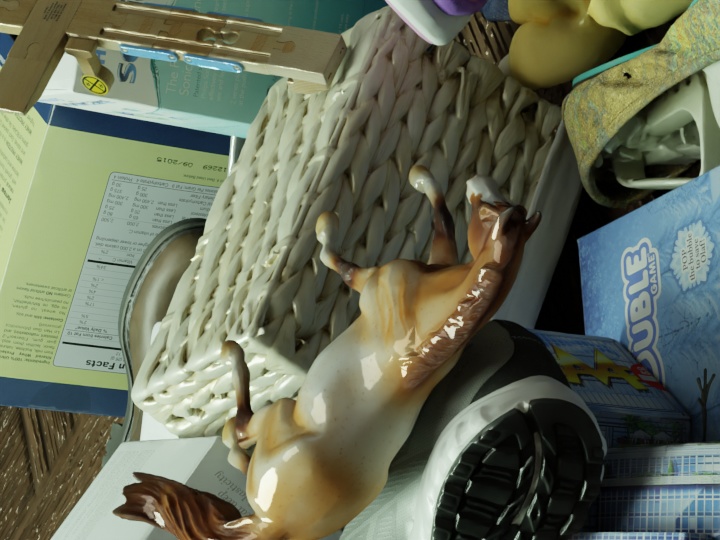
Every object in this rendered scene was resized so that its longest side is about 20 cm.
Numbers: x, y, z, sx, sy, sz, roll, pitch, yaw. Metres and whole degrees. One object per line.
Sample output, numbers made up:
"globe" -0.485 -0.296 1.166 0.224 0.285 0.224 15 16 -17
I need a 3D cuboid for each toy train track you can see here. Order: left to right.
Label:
"toy train track" -0.098 -0.102 1.024 0.199 0.033 0.115 11 59 24

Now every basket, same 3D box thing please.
"basket" 0.000 0.000 1.010 0.135 0.123 0.201 -29 32 54

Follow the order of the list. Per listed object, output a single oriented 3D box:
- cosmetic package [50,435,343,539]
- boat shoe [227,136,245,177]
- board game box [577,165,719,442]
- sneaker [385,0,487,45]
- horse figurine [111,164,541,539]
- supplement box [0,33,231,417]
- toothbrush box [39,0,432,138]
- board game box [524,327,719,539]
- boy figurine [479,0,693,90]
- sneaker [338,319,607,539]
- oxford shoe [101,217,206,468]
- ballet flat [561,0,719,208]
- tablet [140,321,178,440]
"cosmetic package" -0.068 0.137 1.006 0.081 0.113 0.200 -54 13 -16
"boat shoe" -0.060 0.006 1.243 0.073 0.065 0.202 5 87 60
"board game box" 0.161 0.055 0.861 0.199 0.043 0.202 -32 57 55
"sneaker" 0.056 -0.192 0.981 0.088 0.080 0.201 -23 46 30
"horse figurine" -0.009 0.039 0.837 0.200 0.050 0.133 -52 29 9
"supplement box" -0.184 -0.043 1.405 0.200 0.133 0.201 46 122 54
"toothbrush box" -0.063 -0.144 1.149 0.085 0.199 0.148 4 87 60
"board game box" 0.098 0.118 0.852 0.200 0.061 0.202 -14 72 61
"boy figurine" 0.089 -0.137 1.018 0.200 0.064 0.125 33 106 61
"sneaker" 0.027 0.106 0.863 0.201 0.074 0.080 -58 26 28
"oxford shoe" -0.097 0.069 1.295 0.084 0.072 0.201 42 131 53
"ballet flat" 0.144 -0.072 0.902 0.200 0.070 0.071 149 124 -61
"tablet" -0.093 0.129 1.179 0.130 0.014 0.202 2 86 61
